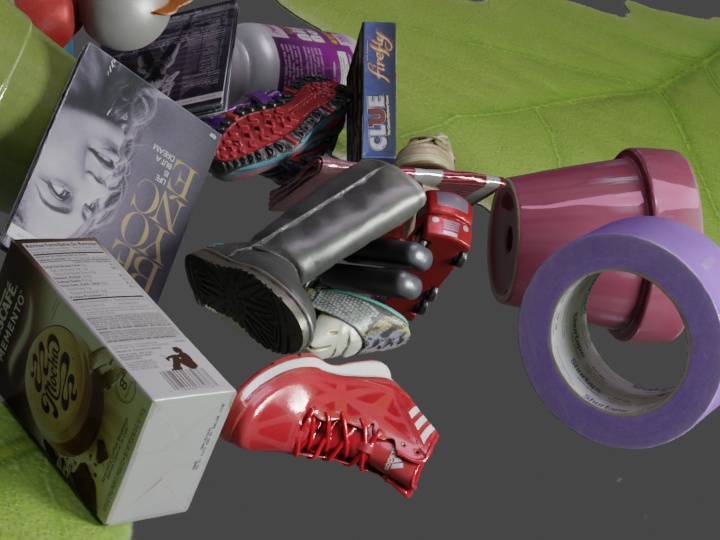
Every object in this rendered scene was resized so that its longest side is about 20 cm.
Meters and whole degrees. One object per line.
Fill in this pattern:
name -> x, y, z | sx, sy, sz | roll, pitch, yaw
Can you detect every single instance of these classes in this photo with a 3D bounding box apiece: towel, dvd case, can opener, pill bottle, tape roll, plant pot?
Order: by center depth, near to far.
dvd case -> -0.205, -0.069, 1.453 | 0.149, 0.016, 0.200 | 35, 60, -30
plant pot -> -0.285, -0.118, 1.512 | 0.190, 0.200, 0.200 | 30, 23, -18
can opener -> 0.000, 0.000, 1.557 | 0.067, 0.053, 0.200 | 29, -14, -36
tape roll -> 0.250, 0.055, 1.586 | 0.200, 0.200, 0.085 | 34, 28, 20
towel -> 0.024, -0.080, 1.726 | 0.199, 0.144, 0.023 | 4, 76, -24
plant pot -> 0.229, -0.027, 1.764 | 0.178, 0.201, 0.200 | 2, 30, -9
dvd case -> -0.201, -0.203, 1.768 | 0.148, 0.016, 0.200 | -11, 37, 9
pill bottle -> -0.095, -0.213, 1.910 | 0.200, 0.112, 0.112 | 0, 34, -41

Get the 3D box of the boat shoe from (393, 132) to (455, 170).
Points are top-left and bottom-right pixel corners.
boat shoe -> 0.065, -0.111, 1.801 | 0.072, 0.065, 0.200 | 0, -8, 7

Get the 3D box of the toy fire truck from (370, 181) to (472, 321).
toy fire truck -> 0.052, -0.033, 1.653 | 0.049, 0.200, 0.141 | 17, 55, -14

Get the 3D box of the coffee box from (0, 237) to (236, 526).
coffee box -> -0.191, 0.076, 1.270 | 0.080, 0.113, 0.200 | -3, 36, -44

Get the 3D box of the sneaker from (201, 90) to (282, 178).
sneaker -> -0.117, -0.147, 1.792 | 0.200, 0.089, 0.081 | -1, 36, -40

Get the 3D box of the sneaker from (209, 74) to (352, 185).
sneaker -> -0.076, -0.117, 1.720 | 0.079, 0.096, 0.200 | 29, 39, 26

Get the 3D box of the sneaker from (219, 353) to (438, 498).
sneaker -> -0.010, 0.126, 1.371 | 0.200, 0.079, 0.115 | -9, 39, -47

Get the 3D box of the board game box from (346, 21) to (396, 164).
board game box -> 0.009, -0.156, 1.757 | 0.034, 0.136, 0.200 | 1, -10, -5

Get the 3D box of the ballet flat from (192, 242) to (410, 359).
ballet flat -> -0.056, 0.043, 1.521 | 0.200, 0.072, 0.072 | 22, 25, -5

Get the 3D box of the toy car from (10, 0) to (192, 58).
toy car -> -0.258, -0.273, 1.735 | 0.199, 0.185, 0.177 | 0, 27, -1

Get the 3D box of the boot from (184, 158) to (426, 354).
boot -> -0.025, -0.017, 1.452 | 0.200, 0.073, 0.182 | -23, 35, -28
